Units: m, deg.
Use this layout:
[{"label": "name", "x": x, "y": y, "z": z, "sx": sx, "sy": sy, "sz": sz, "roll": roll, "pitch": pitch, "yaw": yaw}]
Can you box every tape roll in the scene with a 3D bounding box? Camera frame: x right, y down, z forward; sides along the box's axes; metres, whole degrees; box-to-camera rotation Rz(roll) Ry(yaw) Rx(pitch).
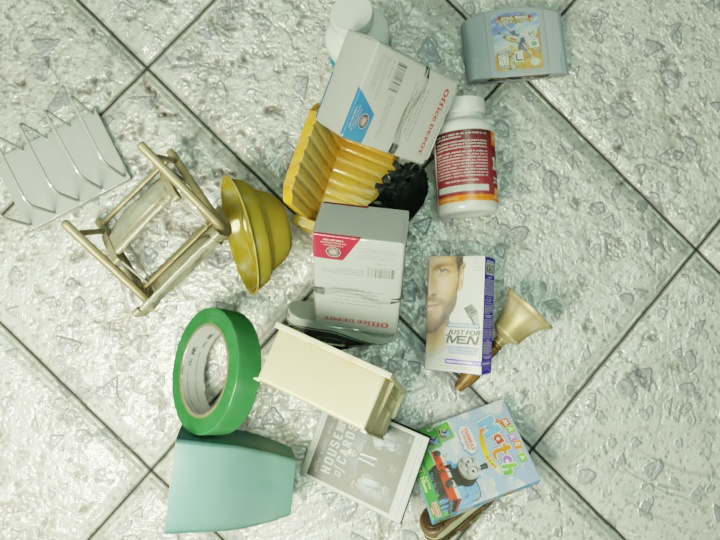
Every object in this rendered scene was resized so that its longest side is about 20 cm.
[{"label": "tape roll", "x": -0.240, "y": 0.165, "z": 0.982, "sx": 0.048, "sy": 0.198, "sz": 0.205, "roll": 13, "pitch": 84, "yaw": -44}]

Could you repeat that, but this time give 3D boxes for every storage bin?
[{"label": "storage bin", "x": -0.041, "y": 0.185, "z": 0.965, "sx": 0.197, "sy": 0.199, "sz": 0.095, "roll": 21, "pitch": 77, "yaw": 17}]

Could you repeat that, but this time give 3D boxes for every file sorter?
[{"label": "file sorter", "x": -0.523, "y": -0.181, "z": 1.010, "sx": 0.197, "sy": 0.125, "sz": 0.141, "roll": -29, "pitch": 90, "yaw": -6}]

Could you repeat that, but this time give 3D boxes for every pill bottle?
[{"label": "pill bottle", "x": 0.188, "y": -0.201, "z": 1.074, "sx": 0.110, "sy": 0.113, "sz": 0.205, "roll": -3, "pitch": 87, "yaw": -5}, {"label": "pill bottle", "x": 0.001, "y": -0.368, "z": 1.016, "sx": 0.108, "sy": 0.200, "sz": 0.113, "roll": -3, "pitch": 72, "yaw": 10}]

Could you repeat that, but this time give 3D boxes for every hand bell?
[{"label": "hand bell", "x": 0.241, "y": 0.140, "z": 1.083, "sx": 0.104, "sy": 0.104, "sz": 0.200, "roll": 42, "pitch": 97, "yaw": -1}]

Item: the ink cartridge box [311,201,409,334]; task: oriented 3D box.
[{"label": "ink cartridge box", "x": 0.000, "y": 0.000, "z": 0.969, "sx": 0.142, "sy": 0.203, "sz": 0.084, "roll": 6, "pitch": 43, "yaw": 4}]

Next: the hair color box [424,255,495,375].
[{"label": "hair color box", "x": 0.176, "y": 0.077, "z": 1.058, "sx": 0.107, "sy": 0.064, "sz": 0.205, "roll": 0, "pitch": 84, "yaw": 31}]

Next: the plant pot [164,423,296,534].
[{"label": "plant pot", "x": -0.211, "y": 0.347, "z": 0.998, "sx": 0.196, "sy": 0.141, "sz": 0.145, "roll": 8, "pitch": 86, "yaw": -12}]

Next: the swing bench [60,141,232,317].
[{"label": "swing bench", "x": -0.342, "y": -0.067, "z": 0.998, "sx": 0.198, "sy": 0.130, "sz": 0.201, "roll": -40, "pitch": 92, "yaw": 8}]

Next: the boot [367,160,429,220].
[{"label": "boot", "x": 0.060, "y": -0.081, "z": 1.061, "sx": 0.072, "sy": 0.201, "sz": 0.163, "roll": 20, "pitch": 52, "yaw": 25}]

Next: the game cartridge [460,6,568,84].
[{"label": "game cartridge", "x": 0.292, "y": -0.430, "z": 1.137, "sx": 0.195, "sy": 0.042, "sz": 0.136, "roll": -6, "pitch": 91, "yaw": -5}]

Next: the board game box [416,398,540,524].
[{"label": "board game box", "x": 0.190, "y": 0.330, "z": 1.045, "sx": 0.196, "sy": 0.037, "sz": 0.153, "roll": -18, "pitch": 56, "yaw": -6}]

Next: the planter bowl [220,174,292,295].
[{"label": "planter bowl", "x": -0.168, "y": -0.067, "z": 1.008, "sx": 0.082, "sy": 0.200, "sz": 0.205, "roll": -15, "pitch": 87, "yaw": -21}]

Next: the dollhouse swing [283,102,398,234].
[{"label": "dollhouse swing", "x": -0.024, "y": -0.158, "z": 1.024, "sx": 0.178, "sy": 0.176, "sz": 0.204, "roll": 20, "pitch": 84, "yaw": -3}]

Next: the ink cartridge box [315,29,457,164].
[{"label": "ink cartridge box", "x": 0.045, "y": -0.271, "z": 0.957, "sx": 0.198, "sy": 0.084, "sz": 0.147, "roll": 8, "pitch": 113, "yaw": -45}]

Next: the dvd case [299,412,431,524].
[{"label": "dvd case", "x": 0.007, "y": 0.323, "z": 1.039, "sx": 0.197, "sy": 0.025, "sz": 0.153, "roll": 19, "pitch": 85, "yaw": 16}]

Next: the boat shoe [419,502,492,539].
[{"label": "boat shoe", "x": 0.192, "y": 0.412, "z": 1.067, "sx": 0.200, "sy": 0.075, "sz": 0.076, "roll": -30, "pitch": 127, "yaw": -14}]

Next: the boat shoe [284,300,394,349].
[{"label": "boat shoe", "x": -0.039, "y": 0.106, "z": 1.065, "sx": 0.196, "sy": 0.071, "sz": 0.065, "roll": 13, "pitch": 122, "yaw": -4}]
